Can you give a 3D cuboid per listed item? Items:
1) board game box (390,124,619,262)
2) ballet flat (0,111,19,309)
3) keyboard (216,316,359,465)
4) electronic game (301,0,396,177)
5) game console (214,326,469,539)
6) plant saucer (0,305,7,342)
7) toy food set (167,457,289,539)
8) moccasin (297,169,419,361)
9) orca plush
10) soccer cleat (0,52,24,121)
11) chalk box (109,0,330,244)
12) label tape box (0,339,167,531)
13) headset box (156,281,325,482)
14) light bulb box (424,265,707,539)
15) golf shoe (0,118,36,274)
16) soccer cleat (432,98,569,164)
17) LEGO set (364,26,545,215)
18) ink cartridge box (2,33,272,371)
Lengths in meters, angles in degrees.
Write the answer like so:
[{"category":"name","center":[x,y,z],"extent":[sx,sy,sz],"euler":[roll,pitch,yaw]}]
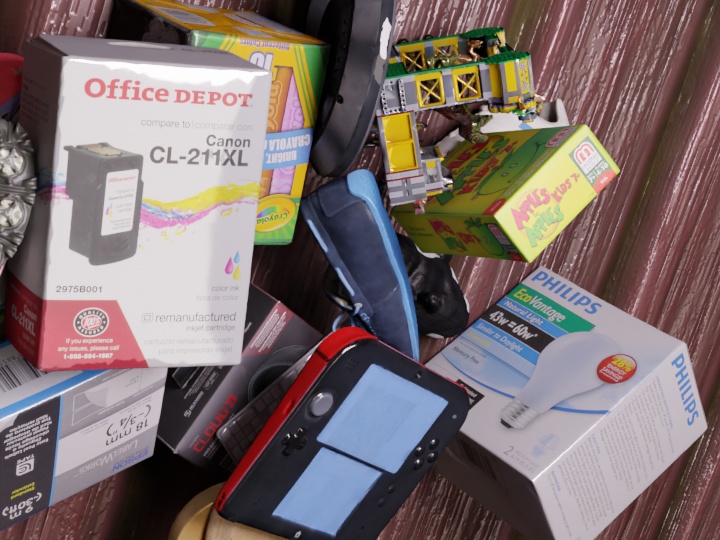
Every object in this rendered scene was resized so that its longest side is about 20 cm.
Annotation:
[{"category":"board game box","center":[0.108,-0.061,1.181],"extent":[0.102,0.200,0.048],"euler":[-45,107,-13]},{"category":"ballet flat","center":[-0.234,-0.068,1.038],"extent":[0.064,0.067,0.201],"euler":[61,42,-48]},{"category":"keyboard","center":[-0.033,0.089,1.242],"extent":[0.200,0.011,0.057],"euler":[-41,130,-19]},{"category":"electronic game","center":[-0.010,-0.170,1.124],"extent":[0.041,0.200,0.202],"euler":[8,107,-16]},{"category":"game console","center":[-0.007,0.142,1.189],"extent":[0.178,0.031,0.200],"euler":[-57,141,2]},{"category":"plant saucer","center":[-0.305,0.100,1.067],"extent":[0.199,0.048,0.201],"euler":[-29,150,-31]},{"category":"toy food set","center":[-0.055,0.193,1.239],"extent":[0.201,0.049,0.198],"euler":[-55,141,-3]},{"category":"moccasin","center":[0.000,0.000,1.192],"extent":[0.068,0.081,0.201],"euler":[-14,129,6]},{"category":"orca plush","center":[0.053,0.002,1.333],"extent":[0.105,0.071,0.201],"euler":[-39,129,-18]},{"category":"soccer cleat","center":[-0.280,-0.072,0.966],"extent":[0.200,0.066,0.077],"euler":[-53,155,-43]},{"category":"chalk box","center":[-0.119,-0.089,1.117],"extent":[0.123,0.125,0.202],"euler":[-1,111,-37]},{"category":"label tape box","center":[-0.221,0.123,1.096],"extent":[0.144,0.063,0.201],"euler":[-25,147,-34]},{"category":"headset box","center":[-0.083,0.108,1.270],"extent":[0.149,0.077,0.200],"euler":[-55,134,-5]},{"category":"light bulb box","center":[0.181,0.130,1.410],"extent":[0.200,0.198,0.125],"euler":[-39,132,-19]},{"category":"golf shoe","center":[-0.259,-0.001,0.935],"extent":[0.077,0.088,0.202],"euler":[19,87,-14]},{"category":"soccer cleat","center":[0.107,-0.113,1.337],"extent":[0.199,0.070,0.087],"euler":[-8,93,-34]},{"category":"LEGO set","center":[0.071,-0.117,1.198],"extent":[0.152,0.200,0.117],"euler":[-12,108,-8]},{"category":"ink cartridge box","center":[-0.147,-0.044,0.978],"extent":[0.145,0.083,0.202],"euler":[0,105,-28]}]
